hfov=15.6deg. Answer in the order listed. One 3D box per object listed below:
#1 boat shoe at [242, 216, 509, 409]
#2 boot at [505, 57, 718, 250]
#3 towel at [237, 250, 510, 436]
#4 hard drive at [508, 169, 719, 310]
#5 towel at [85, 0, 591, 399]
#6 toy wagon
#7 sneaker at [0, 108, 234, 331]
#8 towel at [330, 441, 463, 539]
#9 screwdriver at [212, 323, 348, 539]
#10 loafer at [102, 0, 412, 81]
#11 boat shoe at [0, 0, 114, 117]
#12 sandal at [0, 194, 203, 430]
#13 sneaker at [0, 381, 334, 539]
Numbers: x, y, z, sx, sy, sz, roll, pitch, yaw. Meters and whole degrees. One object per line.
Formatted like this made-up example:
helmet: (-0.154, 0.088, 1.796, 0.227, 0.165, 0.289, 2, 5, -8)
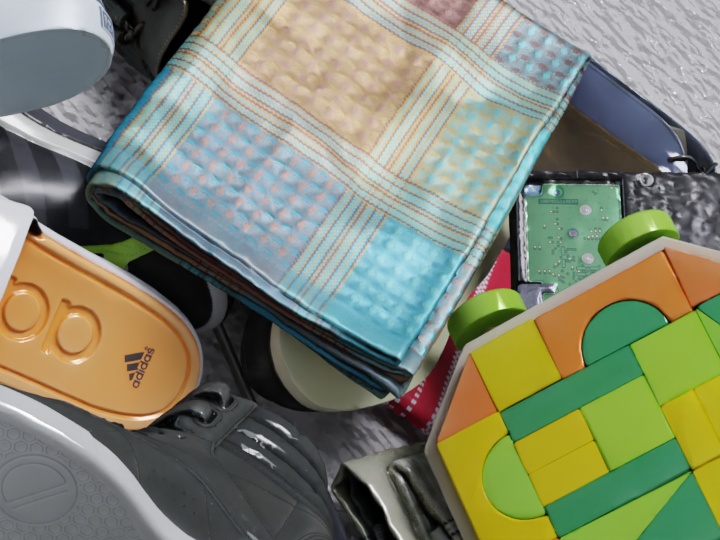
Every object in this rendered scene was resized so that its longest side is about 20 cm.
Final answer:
boat shoe: (0.001, 0.003, 1.089, 0.074, 0.063, 0.201, 64, 33, -17)
boot: (0.144, -0.021, 1.227, 0.200, 0.097, 0.075, 34, 9, 24)
towel: (-0.015, -0.010, 1.167, 0.200, 0.022, 0.145, 35, 34, -9)
hard drive: (0.162, 0.028, 1.090, 0.199, 0.038, 0.140, 0, 66, -4)
towel: (-0.004, -0.059, 1.041, 0.146, 0.022, 0.200, 32, 52, 0)
toy wagon: (0.125, 0.051, 1.012, 0.156, 0.200, 0.040, 65, 9, 26)
sneaker: (-0.144, -0.020, 1.011, 0.200, 0.072, 0.083, 34, 55, -11)
towel: (0.096, 0.141, 1.077, 0.200, 0.035, 0.193, -11, 66, -53)
screwdriver: (-0.047, 0.054, 1.052, 0.028, 0.029, 0.200, 7, 43, -44)
loafer: (-0.061, -0.100, 1.130, 0.199, 0.072, 0.063, 22, 47, 29)
boat shoe: (-0.194, -0.092, 0.949, 0.199, 0.071, 0.091, -12, 62, -13)
sandal: (-0.132, 0.008, 0.943, 0.206, 0.079, 0.059, 22, -3, -32)
sneaker: (-0.086, 0.073, 0.944, 0.200, 0.071, 0.099, 34, 30, -26)
